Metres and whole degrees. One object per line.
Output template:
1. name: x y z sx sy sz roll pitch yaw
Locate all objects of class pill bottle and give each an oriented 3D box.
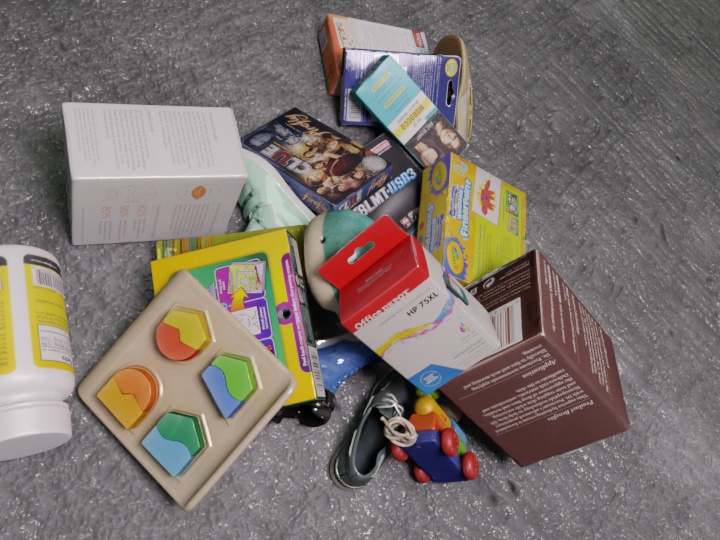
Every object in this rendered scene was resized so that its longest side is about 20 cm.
1. pill bottle: -0.365 0.085 0.644 0.113 0.114 0.202 -6 67 -28

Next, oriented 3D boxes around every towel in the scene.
1. towel: -0.162 -0.008 0.794 0.197 0.018 0.087 -7 81 -5

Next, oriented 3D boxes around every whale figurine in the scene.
1. whale figurine: 0.000 0.000 0.820 0.103 0.200 0.161 -13 62 16

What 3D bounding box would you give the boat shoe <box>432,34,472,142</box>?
1. boat shoe: 0.163 -0.306 1.085 0.066 0.073 0.202 -21 118 -49

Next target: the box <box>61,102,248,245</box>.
1. box: -0.261 -0.119 0.776 0.198 0.152 0.107 -6 66 -28

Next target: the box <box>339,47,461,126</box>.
1. box: 0.066 -0.303 1.034 0.197 0.032 0.123 0 108 -11

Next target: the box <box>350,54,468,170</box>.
1. box: 0.082 -0.249 1.012 0.082 0.049 0.200 -45 111 6

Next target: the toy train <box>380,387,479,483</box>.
1. toy train: 0.082 0.180 0.779 0.200 0.084 0.117 52 35 -40

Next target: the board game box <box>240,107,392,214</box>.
1. board game box: -0.070 -0.162 0.917 0.199 0.035 0.135 33 52 21

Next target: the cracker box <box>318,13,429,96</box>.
1. cracker box: 0.032 -0.373 1.106 0.198 0.058 0.135 1 66 -24

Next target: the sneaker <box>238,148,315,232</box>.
1. sneaker: -0.152 -0.080 0.857 0.200 0.074 0.118 43 58 2

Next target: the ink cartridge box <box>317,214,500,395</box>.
1. ink cartridge box: 0.055 0.044 0.716 0.200 0.116 0.068 41 23 -27

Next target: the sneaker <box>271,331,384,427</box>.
1. sneaker: -0.036 0.143 0.790 0.198 0.077 0.112 -2 59 -21

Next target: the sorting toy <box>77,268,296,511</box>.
1. sorting toy: -0.195 0.126 0.673 0.200 0.036 0.185 41 89 15

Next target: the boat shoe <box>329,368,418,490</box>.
1. boat shoe: 0.036 0.196 0.805 0.073 0.062 0.200 41 57 -1

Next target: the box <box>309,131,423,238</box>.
1. box: 0.039 -0.098 0.973 0.199 0.050 0.200 49 54 4

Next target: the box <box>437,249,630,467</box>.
1. box: 0.223 0.119 0.821 0.200 0.165 0.165 44 34 -22

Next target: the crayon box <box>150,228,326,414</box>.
1. crayon box: -0.145 0.071 0.726 0.170 0.058 0.202 -13 76 6

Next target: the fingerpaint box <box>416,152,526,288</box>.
1. fingerpaint box: 0.170 -0.051 0.946 0.166 0.073 0.202 21 63 -28
